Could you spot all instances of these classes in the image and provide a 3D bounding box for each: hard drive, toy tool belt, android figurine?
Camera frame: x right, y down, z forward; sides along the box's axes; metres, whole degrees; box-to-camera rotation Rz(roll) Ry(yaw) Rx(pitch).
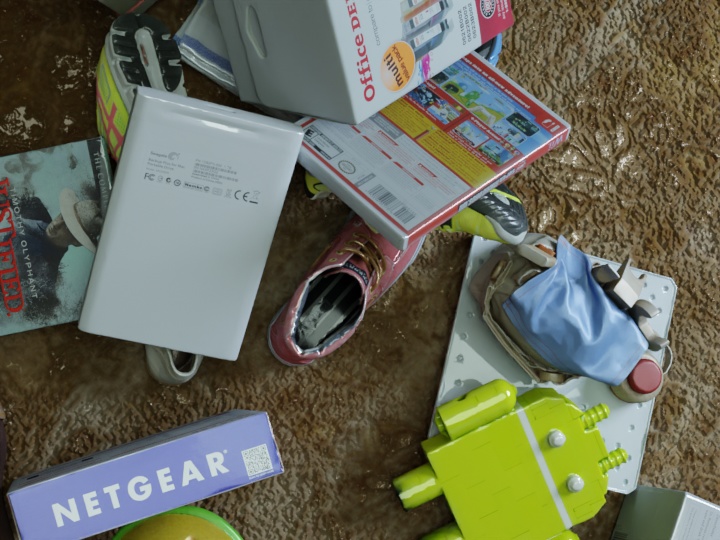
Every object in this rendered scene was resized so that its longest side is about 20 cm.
[{"bbox_3d":[-0.134,-0.033,1.081,0.131,0.026,0.201,12,112,-16],"label":"hard drive"},{"bbox_3d":[0.195,0.046,1.177,0.200,0.123,0.125,38,79,-7],"label":"toy tool belt"},{"bbox_3d":[0.133,0.180,1.198,0.199,0.041,0.183,-23,104,-2],"label":"android figurine"}]

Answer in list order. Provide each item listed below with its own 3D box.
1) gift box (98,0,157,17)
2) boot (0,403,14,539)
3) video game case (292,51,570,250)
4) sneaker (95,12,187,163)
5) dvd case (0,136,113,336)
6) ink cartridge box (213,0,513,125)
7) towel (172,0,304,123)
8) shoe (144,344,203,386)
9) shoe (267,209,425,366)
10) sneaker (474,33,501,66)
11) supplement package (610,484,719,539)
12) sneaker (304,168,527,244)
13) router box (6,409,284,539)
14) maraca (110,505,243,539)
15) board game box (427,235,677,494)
[{"bbox_3d":[-0.175,-0.322,1.113,0.200,0.187,0.185,-35,92,2],"label":"gift box"},{"bbox_3d":[-0.379,0.157,1.090,0.199,0.072,0.167,-7,85,-17],"label":"boot"},{"bbox_3d":[0.054,-0.109,1.114,0.200,0.017,0.143,-34,63,-30],"label":"video game case"},{"bbox_3d":[-0.176,-0.106,1.147,0.078,0.090,0.201,-2,73,-35],"label":"sneaker"},{"bbox_3d":[-0.292,-0.020,1.125,0.199,0.022,0.147,-11,91,-1],"label":"dvd case"},{"bbox_3d":[-0.001,-0.230,1.115,0.200,0.144,0.146,-36,126,-32],"label":"ink cartridge box"},{"bbox_3d":[-0.061,-0.236,1.219,0.146,0.024,0.201,32,79,-9],"label":"towel"},{"bbox_3d":[-0.146,-0.003,1.165,0.069,0.053,0.201,4,85,-12],"label":"shoe"},{"bbox_3d":[0.000,0.000,1.178,0.071,0.091,0.200,42,78,-7],"label":"shoe"},{"bbox_3d":[0.045,-0.162,1.212,0.199,0.071,0.083,-40,101,-10],"label":"sneaker"},{"bbox_3d":[0.327,0.283,1.216,0.199,0.120,0.122,24,79,-10],"label":"supplement package"},{"bbox_3d":[0.045,-0.063,1.150,0.199,0.075,0.077,26,109,15],"label":"sneaker"},{"bbox_3d":[-0.173,0.161,1.082,0.199,0.179,0.049,-17,89,-13],"label":"router box"},{"bbox_3d":[-0.142,0.290,1.117,0.136,0.107,0.201,-11,93,1],"label":"maraca"},{"bbox_3d":[0.173,0.081,1.245,0.199,0.026,0.201,15,83,-11],"label":"board game box"}]
